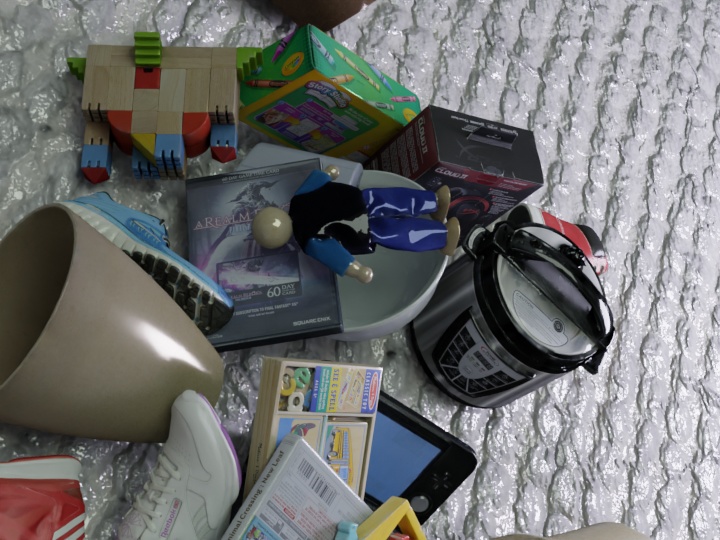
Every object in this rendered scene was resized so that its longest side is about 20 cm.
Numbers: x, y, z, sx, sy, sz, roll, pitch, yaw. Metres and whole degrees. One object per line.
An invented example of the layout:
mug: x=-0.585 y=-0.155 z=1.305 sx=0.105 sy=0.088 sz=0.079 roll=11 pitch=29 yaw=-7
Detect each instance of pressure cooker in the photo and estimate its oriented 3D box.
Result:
pressure cooker: x=0.170 y=0.042 z=1.300 sx=0.176 sy=0.200 sz=0.179 roll=5 pitch=63 yaw=-35

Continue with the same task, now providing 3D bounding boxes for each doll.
doll: x=-0.006 y=-0.043 z=1.145 sx=0.200 sy=0.048 sz=0.137 roll=-1 pitch=57 yaw=-18

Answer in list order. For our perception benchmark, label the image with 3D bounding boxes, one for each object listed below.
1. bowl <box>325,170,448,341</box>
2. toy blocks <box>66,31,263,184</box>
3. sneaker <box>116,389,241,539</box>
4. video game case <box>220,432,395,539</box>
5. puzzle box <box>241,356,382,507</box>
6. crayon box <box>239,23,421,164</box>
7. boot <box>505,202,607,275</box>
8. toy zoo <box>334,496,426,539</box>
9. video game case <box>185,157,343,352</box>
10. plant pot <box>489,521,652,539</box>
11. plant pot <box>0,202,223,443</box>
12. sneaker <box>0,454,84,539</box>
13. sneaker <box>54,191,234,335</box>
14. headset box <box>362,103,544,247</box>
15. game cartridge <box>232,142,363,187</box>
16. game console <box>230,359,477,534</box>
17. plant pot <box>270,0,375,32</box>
bowl: x=0.000 y=0.000 z=1.248 sx=0.201 sy=0.090 sz=0.201 roll=-7 pitch=55 yaw=10
toy blocks: x=-0.198 y=-0.152 z=1.187 sx=0.200 sy=0.100 sz=0.137 roll=0 pitch=68 yaw=-2
sneaker: x=-0.155 y=0.200 z=1.007 sx=0.099 sy=0.075 sz=0.200 roll=-8 pitch=112 yaw=-30
video game case: x=-0.053 y=0.271 z=1.040 sx=0.182 sy=0.022 sz=0.200 roll=-58 pitch=132 yaw=-24
puzzle box: x=-0.045 y=0.180 z=1.069 sx=0.133 sy=0.025 sz=0.200 roll=8 pitch=90 yaw=-47
crayon box: x=-0.036 y=-0.179 z=1.290 sx=0.200 sy=0.119 sz=0.058 roll=25 pitch=51 yaw=-49
boot: x=0.260 y=0.018 z=1.471 sx=0.144 sy=0.072 sz=0.200 roll=16 pitch=53 yaw=-30
toy zoo: x=0.024 y=0.302 z=1.093 sx=0.131 sy=0.020 sz=0.200 roll=-46 pitch=126 yaw=-35
video game case: x=-0.098 y=-0.017 z=1.170 sx=0.143 sy=0.019 sz=0.200 roll=-9 pitch=59 yaw=2
plant pot: x=0.221 y=0.339 z=1.195 sx=0.183 sy=0.200 sz=0.201 roll=-10 pitch=71 yaw=-50
plant pot: x=-0.222 y=0.071 z=1.030 sx=0.200 sy=0.187 sz=0.188 roll=33 pitch=49 yaw=-35
sneaker: x=-0.305 y=0.212 z=0.942 sx=0.200 sy=0.078 sz=0.116 roll=-2 pitch=66 yaw=-36
sneaker: x=-0.197 y=-0.018 z=1.126 sx=0.200 sy=0.078 sz=0.090 roll=35 pitch=39 yaw=9
headset box: x=0.095 y=-0.101 z=1.326 sx=0.148 sy=0.200 sz=0.075 roll=9 pitch=61 yaw=-32
game cartridge: x=-0.090 y=-0.041 z=1.214 sx=0.133 sy=0.041 sz=0.200 roll=11 pitch=60 yaw=18
game console: x=-0.008 y=0.216 z=1.136 sx=0.200 sy=0.176 sz=0.116 roll=33 pitch=22 yaw=-17
plant pot: x=-0.068 y=-0.384 z=1.400 sx=0.187 sy=0.187 sz=0.200 roll=-46 pitch=110 yaw=-42
